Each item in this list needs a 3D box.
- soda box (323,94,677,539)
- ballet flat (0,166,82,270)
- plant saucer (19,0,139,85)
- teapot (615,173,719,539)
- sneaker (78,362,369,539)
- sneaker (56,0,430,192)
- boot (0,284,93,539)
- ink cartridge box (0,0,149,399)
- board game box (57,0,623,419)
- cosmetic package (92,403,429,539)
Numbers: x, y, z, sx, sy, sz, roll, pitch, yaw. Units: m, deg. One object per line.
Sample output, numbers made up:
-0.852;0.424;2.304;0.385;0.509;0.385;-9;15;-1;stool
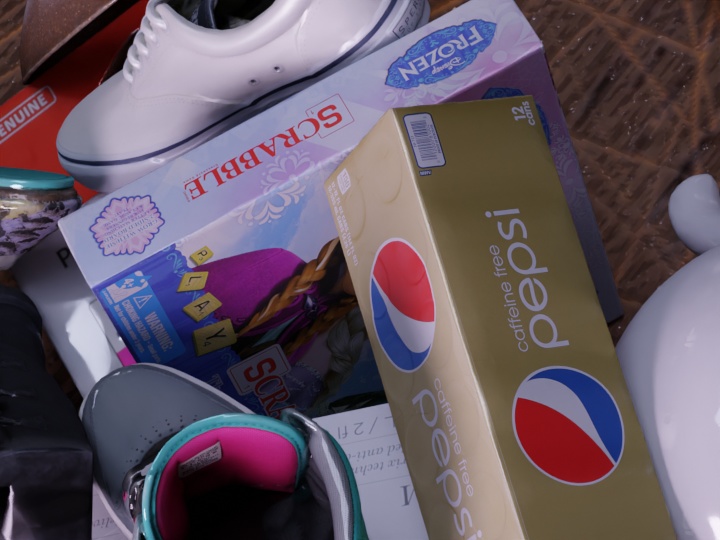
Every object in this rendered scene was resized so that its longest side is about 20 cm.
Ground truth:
0.052;0.041;0.982;0.064;0.068;0.201;-6;70;-28;soda box
-0.189;-0.023;1.186;0.200;0.072;0.072;15;61;47;ballet flat
-0.087;-0.159;1.254;0.200;0.200;0.037;-37;93;-9;plant saucer
0.155;0.083;1.045;0.200;0.198;0.146;-39;14;-36;teapot
-0.054;0.081;0.971;0.084;0.121;0.200;-39;55;-11;sneaker
-0.063;-0.094;1.112;0.200;0.071;0.073;-23;36;36;sneaker
-0.194;0.070;1.063;0.164;0.066;0.200;-16;24;-8;boot
-0.070;-0.054;1.184;0.200;0.044;0.174;-36;70;8;ink cartridge box
0.000;0.000;1.110;0.199;0.200;0.041;-29;55;-2;board game box
-0.021;0.174;1.050;0.198;0.123;0.201;-12;56;9;cosmetic package
